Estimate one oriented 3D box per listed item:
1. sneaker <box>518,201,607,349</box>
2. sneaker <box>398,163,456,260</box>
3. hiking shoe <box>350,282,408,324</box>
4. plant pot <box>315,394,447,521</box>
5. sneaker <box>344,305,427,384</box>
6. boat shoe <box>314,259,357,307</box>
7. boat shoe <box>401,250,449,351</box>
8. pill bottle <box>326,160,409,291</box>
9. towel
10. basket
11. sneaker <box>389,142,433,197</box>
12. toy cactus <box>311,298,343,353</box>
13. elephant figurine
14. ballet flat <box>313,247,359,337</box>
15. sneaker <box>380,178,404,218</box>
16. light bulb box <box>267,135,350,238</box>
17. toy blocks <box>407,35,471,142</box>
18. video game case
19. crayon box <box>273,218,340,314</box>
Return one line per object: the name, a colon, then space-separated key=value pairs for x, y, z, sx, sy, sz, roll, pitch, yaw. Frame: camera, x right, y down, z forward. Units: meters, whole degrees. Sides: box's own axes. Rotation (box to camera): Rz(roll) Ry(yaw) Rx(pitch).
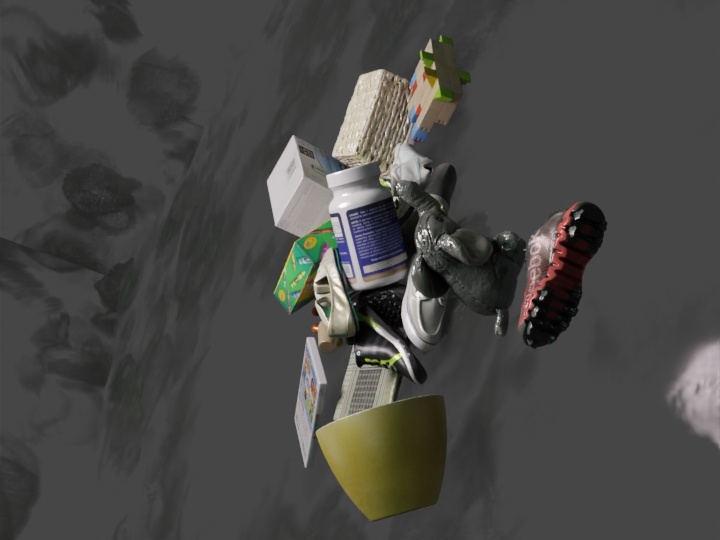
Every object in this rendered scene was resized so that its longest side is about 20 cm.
sneaker: x=0.253 y=0.004 z=1.182 sx=0.098 sy=0.070 sz=0.204 roll=16 pitch=83 yaw=66
sneaker: x=0.114 y=-0.095 z=1.583 sx=0.200 sy=0.074 sz=0.107 roll=-50 pitch=10 yaw=50
hiking shoe: x=0.042 y=0.042 z=1.579 sx=0.199 sy=0.076 sz=0.101 roll=-17 pitch=27 yaw=54
plant pot: x=0.046 y=0.279 z=1.293 sx=0.199 sy=0.197 sz=0.145 roll=-36 pitch=65 yaw=50
sneaker: x=0.034 y=0.141 z=1.475 sx=0.083 sy=0.072 sz=0.200 roll=-42 pitch=43 yaw=-4
boat shoe: x=0.000 y=0.000 z=1.635 sx=0.068 sy=0.198 sz=0.073 roll=-32 pitch=87 yaw=54
boat shoe: x=0.116 y=0.036 z=1.459 sx=0.066 sy=0.071 sz=0.203 roll=-50 pitch=22 yaw=44
pill bottle: x=0.010 y=-0.077 z=1.525 sx=0.115 sy=0.114 sz=0.204 roll=2 pitch=108 yaw=65
towel: x=0.029 y=0.180 z=1.578 sx=0.191 sy=0.034 sz=0.204 roll=-12 pitch=58 yaw=59
basket: x=0.039 y=-0.296 z=1.818 sx=0.135 sy=0.122 sz=0.204 roll=9 pitch=78 yaw=65
sneaker: x=0.100 y=-0.189 z=1.680 sx=0.201 sy=0.078 sz=0.072 roll=-79 pitch=-17 yaw=-63
toy cactus: x=-0.048 y=0.092 z=1.713 sx=0.167 sy=0.100 sz=0.202 roll=-82 pitch=15 yaw=-48
elephant figurine: x=0.132 y=-0.022 z=1.300 sx=0.144 sy=0.197 sz=0.155 roll=-64 pitch=24 yaw=7
ballet flat: x=-0.051 y=0.035 z=1.522 sx=0.202 sy=0.061 sz=0.068 roll=-108 pitch=9 yaw=-48
sneaker: x=0.044 y=-0.146 z=1.724 sx=0.201 sy=0.074 sz=0.078 roll=-122 pitch=25 yaw=-50
light bulb box: x=-0.076 y=-0.149 z=1.850 sx=0.126 sy=0.197 sz=0.200 roll=-55 pitch=27 yaw=23
toy blocks: x=0.136 y=-0.337 z=1.703 sx=0.138 sy=0.098 sz=0.203 roll=119 pitch=157 yaw=-43
video game case: x=-0.096 y=0.252 z=1.705 sx=0.144 sy=0.018 sz=0.204 roll=-112 pitch=27 yaw=-56
crayon box: x=-0.087 y=-0.010 z=1.698 sx=0.118 sy=0.058 sz=0.201 roll=-34 pitch=-15 yaw=-32
